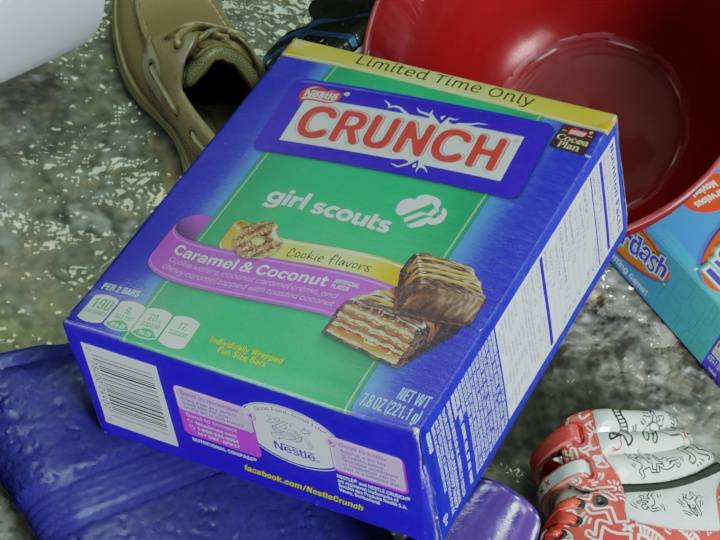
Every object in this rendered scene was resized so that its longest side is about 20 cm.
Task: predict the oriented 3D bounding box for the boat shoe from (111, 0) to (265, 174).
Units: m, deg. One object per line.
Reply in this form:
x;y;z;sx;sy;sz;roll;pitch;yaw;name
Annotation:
-0.075;-0.098;0.989;0.071;0.065;0.200;-11;56;-26;boat shoe

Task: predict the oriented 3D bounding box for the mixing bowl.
0.108;-0.092;0.963;0.200;0.108;0.201;-5;71;14;mixing bowl

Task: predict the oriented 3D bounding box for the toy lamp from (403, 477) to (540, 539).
0.008;0.172;0.753;0.058;0.058;0.200;33;69;10;toy lamp

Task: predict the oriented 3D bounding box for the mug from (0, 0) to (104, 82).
-0.240;-0.136;0.942;0.153;0.186;0.150;-40;104;-30;mug

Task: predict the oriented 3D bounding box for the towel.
-0.074;0.105;0.833;0.147;0.050;0.200;-20;60;-23;towel

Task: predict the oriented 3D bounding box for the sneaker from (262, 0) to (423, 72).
0.008;-0.114;1.037;0.076;0.077;0.200;-8;22;30;sneaker

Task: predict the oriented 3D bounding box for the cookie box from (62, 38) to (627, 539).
0.000;0.000;0.821;0.171;0.075;0.200;15;49;24;cookie box

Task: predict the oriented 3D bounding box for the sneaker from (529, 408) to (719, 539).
0.096;0.129;0.854;0.201;0.067;0.108;-19;58;-35;sneaker

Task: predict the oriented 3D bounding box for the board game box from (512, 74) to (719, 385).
0.195;-0.046;1.048;0.152;0.045;0.200;-24;63;-32;board game box
